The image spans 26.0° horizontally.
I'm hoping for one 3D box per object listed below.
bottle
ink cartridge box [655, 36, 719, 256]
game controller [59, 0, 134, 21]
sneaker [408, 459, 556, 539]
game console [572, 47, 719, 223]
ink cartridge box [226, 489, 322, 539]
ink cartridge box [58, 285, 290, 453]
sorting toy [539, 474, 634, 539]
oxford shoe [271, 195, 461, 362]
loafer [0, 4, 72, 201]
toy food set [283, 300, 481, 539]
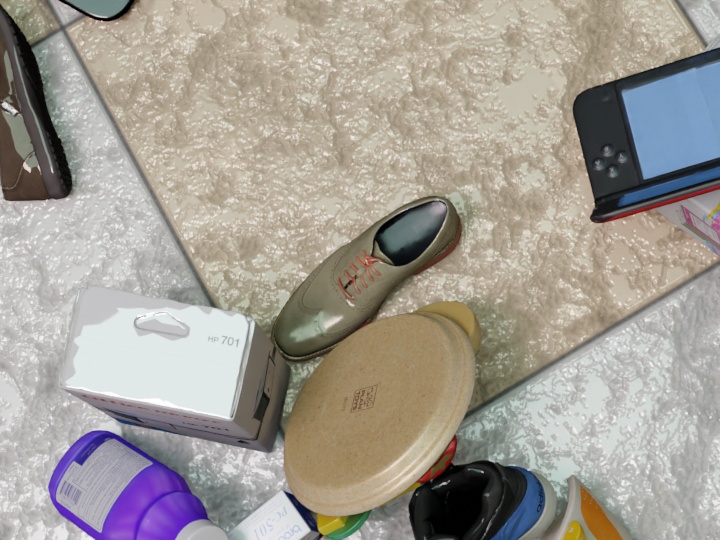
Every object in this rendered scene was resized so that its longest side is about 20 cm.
[{"bbox_3d":[-0.178,0.195,1.270,0.199,0.065,0.084,19,68,49],"label":"bottle"},{"bbox_3d":[0.337,-0.081,1.295,0.145,0.085,0.200,-47,62,-5],"label":"ink cartridge box"},{"bbox_3d":[-0.222,-0.331,1.450,0.103,0.042,0.202,27,83,11],"label":"game controller"},{"bbox_3d":[0.056,0.223,1.245,0.200,0.111,0.077,-41,53,17],"label":"sneaker"},{"bbox_3d":[0.266,-0.116,1.220,0.198,0.119,0.174,-16,63,12],"label":"game console"},{"bbox_3d":[-0.124,0.262,1.288,0.199,0.094,0.044,-38,77,-2],"label":"ink cartridge box"},{"bbox_3d":[-0.146,0.084,1.273,0.144,0.200,0.087,10,79,8],"label":"ink cartridge box"},{"bbox_3d":[0.185,0.304,1.261,0.180,0.107,0.201,41,84,-7],"label":"sorting toy"},{"bbox_3d":[0.000,0.000,1.340,0.200,0.075,0.071,-42,78,-3],"label":"oxford shoe"},{"bbox_3d":[-0.322,-0.152,1.405,0.070,0.073,0.202,-19,77,0],"label":"loafer"},{"bbox_3d":[0.015,0.117,1.276,0.197,0.049,0.201,-30,37,22],"label":"toy food set"}]
